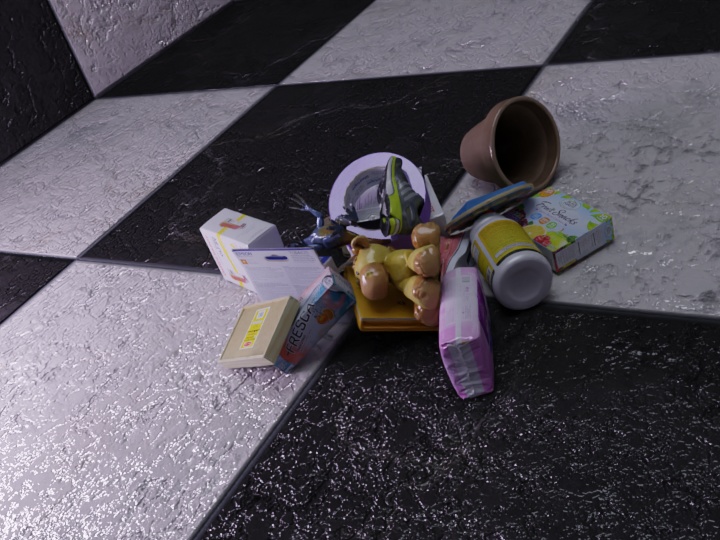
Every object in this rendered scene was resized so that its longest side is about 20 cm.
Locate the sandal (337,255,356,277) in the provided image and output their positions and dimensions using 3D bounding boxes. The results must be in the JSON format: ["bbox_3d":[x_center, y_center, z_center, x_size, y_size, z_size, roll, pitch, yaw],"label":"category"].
[{"bbox_3d":[0.000,0.000,1.713,0.196,0.081,0.054,-23,31,4],"label":"sandal"}]

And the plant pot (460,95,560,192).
[{"bbox_3d":[0.312,-0.264,1.855,0.199,0.203,0.174,-36,16,-24],"label":"plant pot"}]

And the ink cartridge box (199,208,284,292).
[{"bbox_3d":[-0.246,-0.038,1.845,0.083,0.147,0.198,-39,36,-26],"label":"ink cartridge box"}]

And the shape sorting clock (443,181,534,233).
[{"bbox_3d":[0.256,-0.121,1.686,0.196,0.040,0.200,-21,-8,-3],"label":"shape sorting clock"}]

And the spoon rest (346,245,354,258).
[{"bbox_3d":[-0.085,0.013,1.758,0.198,0.061,0.100,-32,28,17],"label":"spoon rest"}]

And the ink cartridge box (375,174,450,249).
[{"bbox_3d":[0.077,-0.101,1.789,0.196,0.085,0.146,-20,43,1],"label":"ink cartridge box"}]

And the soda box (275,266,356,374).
[{"bbox_3d":[-0.098,0.092,1.560,0.200,0.063,0.069,-47,27,15],"label":"soda box"}]

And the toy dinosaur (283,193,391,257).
[{"bbox_3d":[-0.072,-0.051,1.605,0.106,0.199,0.181,-55,6,-33],"label":"toy dinosaur"}]

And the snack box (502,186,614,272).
[{"bbox_3d":[0.375,-0.084,1.641,0.140,0.054,0.200,-28,31,-13],"label":"snack box"}]

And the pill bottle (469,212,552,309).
[{"bbox_3d":[0.269,-0.025,1.558,0.110,0.114,0.201,-20,32,0],"label":"pill bottle"}]

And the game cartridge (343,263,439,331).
[{"bbox_3d":[0.065,0.047,1.589,0.172,0.033,0.201,1,28,-11],"label":"game cartridge"}]

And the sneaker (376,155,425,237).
[{"bbox_3d":[0.077,-0.134,1.581,0.079,0.075,0.203,11,47,-13],"label":"sneaker"}]

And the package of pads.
[{"bbox_3d":[0.177,0.100,1.415,0.074,0.122,0.202,-11,33,14],"label":"package of pads"}]

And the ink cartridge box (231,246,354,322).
[{"bbox_3d":[-0.127,0.018,1.637,0.195,0.202,0.041,1,45,29],"label":"ink cartridge box"}]

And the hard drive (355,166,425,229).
[{"bbox_3d":[0.038,-0.143,1.756,0.195,0.038,0.142,-10,45,13],"label":"hard drive"}]

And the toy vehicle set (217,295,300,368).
[{"bbox_3d":[-0.192,0.118,1.583,0.198,0.026,0.126,-13,49,56],"label":"toy vehicle set"}]

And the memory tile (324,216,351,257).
[{"bbox_3d":[0.001,-0.099,1.918,0.151,0.017,0.200,-26,33,-9],"label":"memory tile"}]

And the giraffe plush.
[{"bbox_3d":[0.061,-0.003,1.499,0.158,0.177,0.201,1,20,4],"label":"giraffe plush"}]

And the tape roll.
[{"bbox_3d":[0.039,-0.128,1.670,0.195,0.066,0.205,-6,65,14],"label":"tape roll"}]

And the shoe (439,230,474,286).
[{"bbox_3d":[0.165,-0.010,1.642,0.089,0.073,0.201,-6,29,24],"label":"shoe"}]
